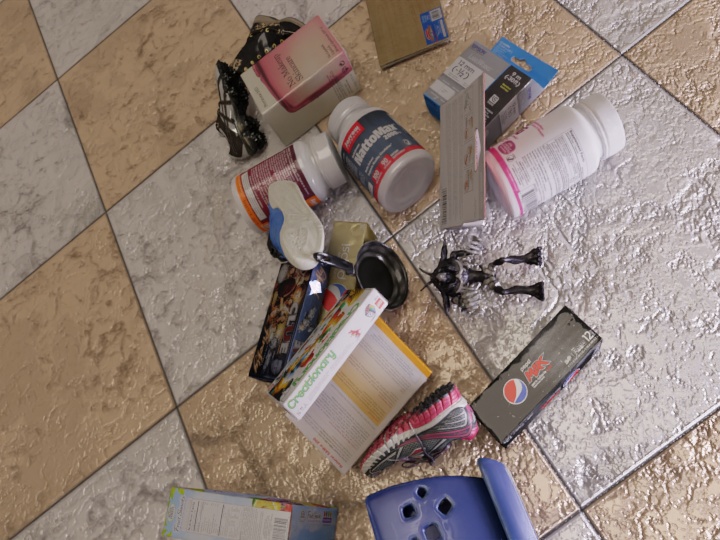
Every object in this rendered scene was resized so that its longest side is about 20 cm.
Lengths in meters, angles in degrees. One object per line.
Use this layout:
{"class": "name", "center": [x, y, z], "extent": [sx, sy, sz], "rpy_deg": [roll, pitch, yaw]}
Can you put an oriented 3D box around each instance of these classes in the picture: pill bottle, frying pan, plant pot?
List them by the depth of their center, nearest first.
{"class": "plant pot", "center": [0.131, 0.350, 0.698], "extent": [0.175, 0.201, 0.205], "rpy_deg": [-23, 62, 4]}
{"class": "pill bottle", "center": [0.296, -0.180, 0.886], "extent": [0.196, 0.114, 0.116], "rpy_deg": [-29, 62, 7]}
{"class": "frying pan", "center": [0.007, 0.016, 0.900], "extent": [0.031, 0.187, 0.118], "rpy_deg": [-30, 79, 45]}
{"class": "pill bottle", "center": [0.029, -0.211, 1.000], "extent": [0.119, 0.120, 0.201], "rpy_deg": [-40, 60, 1]}
{"class": "pill bottle", "center": [-0.127, -0.162, 1.045], "extent": [0.195, 0.114, 0.117], "rpy_deg": [-26, 62, 10]}

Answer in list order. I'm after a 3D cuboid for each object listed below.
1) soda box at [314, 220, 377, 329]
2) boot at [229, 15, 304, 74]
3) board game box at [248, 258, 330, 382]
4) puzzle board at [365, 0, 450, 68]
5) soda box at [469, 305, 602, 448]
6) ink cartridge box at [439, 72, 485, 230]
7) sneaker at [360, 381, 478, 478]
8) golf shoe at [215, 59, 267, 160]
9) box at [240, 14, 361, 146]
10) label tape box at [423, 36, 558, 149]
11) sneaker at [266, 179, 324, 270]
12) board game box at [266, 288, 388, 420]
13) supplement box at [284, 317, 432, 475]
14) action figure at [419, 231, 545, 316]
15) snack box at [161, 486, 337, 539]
{"class": "soda box", "center": [-0.026, 0.023, 0.960], "extent": [0.065, 0.064, 0.207], "rpy_deg": [4, 72, 22]}
{"class": "boot", "center": [-0.190, -0.457, 1.210], "extent": [0.196, 0.073, 0.153], "rpy_deg": [26, 79, 32]}
{"class": "board game box", "center": [-0.118, 0.084, 0.947], "extent": [0.134, 0.034, 0.207], "rpy_deg": [-9, 63, 56]}
{"class": "puzzle board", "center": [0.092, -0.513, 1.155], "extent": [0.146, 0.017, 0.206], "rpy_deg": [-16, 65, 13]}
{"class": "soda box", "center": [0.246, 0.151, 0.803], "extent": [0.200, 0.063, 0.071], "rpy_deg": [-45, 60, -1]}
{"class": "ink cartridge box", "center": [0.169, -0.170, 0.869], "extent": [0.043, 0.176, 0.208], "rpy_deg": [0, 90, -13]}
{"class": "sneaker", "center": [0.076, 0.245, 0.807], "extent": [0.199, 0.080, 0.075], "rpy_deg": [-42, 86, 28]}
{"class": "golf shoe", "center": [-0.269, -0.325, 1.165], "extent": [0.093, 0.077, 0.206], "rpy_deg": [-24, 82, 26]}
{"class": "box", "center": [-0.116, -0.373, 1.127], "extent": [0.197, 0.109, 0.130], "rpy_deg": [-35, 61, 4]}
{"class": "label tape box", "center": [0.227, -0.327, 1.000], "extent": [0.200, 0.066, 0.143], "rpy_deg": [-46, 61, 1]}
{"class": "sneaker", "center": [-0.108, -0.046, 0.938], "extent": [0.074, 0.114, 0.202], "rpy_deg": [-12, 46, -18]}
{"class": "board game box", "center": [-0.051, 0.113, 0.820], "extent": [0.035, 0.126, 0.201], "rpy_deg": [42, 74, -13]}
{"class": "supplement box", "center": [-0.004, 0.179, 0.857], "extent": [0.126, 0.074, 0.200], "rpy_deg": [43, 87, 0]}
{"class": "action figure", "center": [0.177, 0.004, 0.868], "extent": [0.193, 0.102, 0.124], "rpy_deg": [-4, 79, 18]}
{"class": "snack box", "center": [-0.151, 0.358, 0.815], "extent": [0.193, 0.169, 0.070], "rpy_deg": [-2, 66, 19]}
